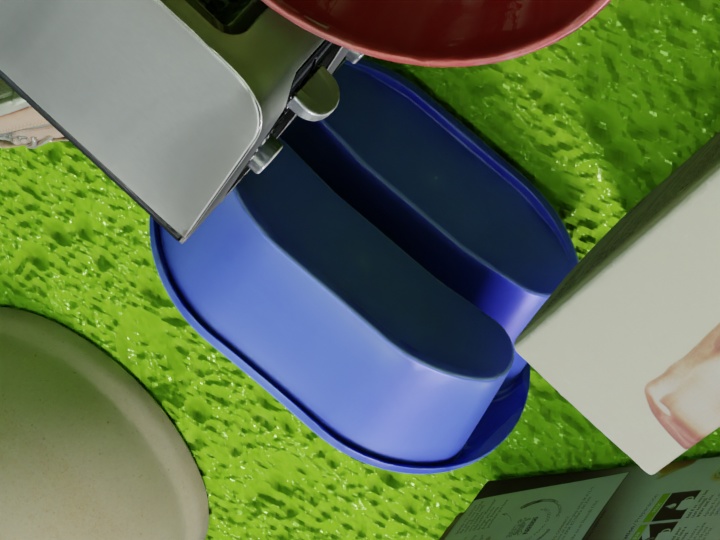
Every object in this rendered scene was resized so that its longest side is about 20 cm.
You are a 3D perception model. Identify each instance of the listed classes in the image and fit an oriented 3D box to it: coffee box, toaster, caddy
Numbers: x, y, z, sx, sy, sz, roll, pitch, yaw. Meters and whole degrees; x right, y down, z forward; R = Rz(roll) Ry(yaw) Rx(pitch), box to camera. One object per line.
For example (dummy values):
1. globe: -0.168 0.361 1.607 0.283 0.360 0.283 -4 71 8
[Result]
1. coffee box: 0.138 0.159 1.322 0.200 0.080 0.115 -10 120 47
2. toaster: -0.075 -0.145 1.128 0.200 0.181 0.119 43 141 -4
3. caddy: 0.000 0.000 1.237 0.200 0.141 0.105 41 139 2

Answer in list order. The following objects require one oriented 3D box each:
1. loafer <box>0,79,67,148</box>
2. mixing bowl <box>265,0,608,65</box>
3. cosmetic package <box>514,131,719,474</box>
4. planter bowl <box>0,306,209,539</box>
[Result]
1. loafer: -0.139 -0.085 1.340 0.200 0.072 0.063 -7 129 42
2. mixing bowl: 0.031 -0.188 1.016 0.199 0.108 0.201 13 129 16
3. cosmetic package: 0.162 -0.009 1.113 0.087 0.103 0.200 44 145 -1
4. planter bowl: -0.207 0.139 1.569 0.200 0.135 0.201 25 140 23
